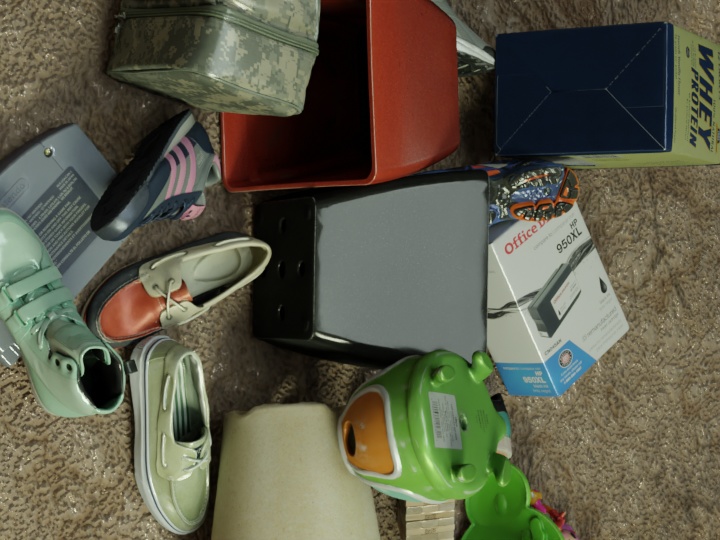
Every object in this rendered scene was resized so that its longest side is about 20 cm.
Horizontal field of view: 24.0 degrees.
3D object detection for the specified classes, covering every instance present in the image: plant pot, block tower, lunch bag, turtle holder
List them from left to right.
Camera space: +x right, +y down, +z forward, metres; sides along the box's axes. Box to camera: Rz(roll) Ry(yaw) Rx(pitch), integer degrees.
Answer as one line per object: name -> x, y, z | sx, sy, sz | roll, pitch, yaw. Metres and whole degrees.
lunch bag -> -0.129, -0.240, 1.551 | 0.139, 0.200, 0.169 | 18, 85, -35
plant pot -> -0.064, 0.226, 1.622 | 0.200, 0.200, 0.185 | 8, 73, -39
plant pot -> -0.007, -0.181, 1.663 | 0.176, 0.199, 0.201 | -4, 92, -49
plant pot -> 0.000, 0.000, 1.668 | 0.177, 0.199, 0.201 | 3, 88, -29
block tower -> 0.067, 0.200, 1.737 | 0.054, 0.058, 0.201 | -6, 127, -8
turtle holder -> 0.061, 0.141, 1.576 | 0.185, 0.131, 0.142 | -43, 115, -57

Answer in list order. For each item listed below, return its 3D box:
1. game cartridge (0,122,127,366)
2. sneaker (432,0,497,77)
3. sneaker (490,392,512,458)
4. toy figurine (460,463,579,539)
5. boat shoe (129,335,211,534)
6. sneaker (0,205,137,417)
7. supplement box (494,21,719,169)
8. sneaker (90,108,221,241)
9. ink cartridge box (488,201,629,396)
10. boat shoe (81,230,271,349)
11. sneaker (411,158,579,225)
game cartridge -> -0.294, -0.031, 1.516 | 0.133, 0.041, 0.200 | 51, 60, -23
sneaker -> 0.079, -0.266, 1.805 | 0.200, 0.074, 0.080 | 27, 68, -36
sneaker -> 0.075, 0.151, 1.807 | 0.199, 0.071, 0.080 | 16, 60, -33
toy figurine -> 0.207, 0.325, 1.895 | 0.184, 0.150, 0.201 | 23, 50, -51
boat shoe -> -0.172, 0.160, 1.584 | 0.072, 0.062, 0.201 | -24, 115, -37
sneaker -> -0.259, 0.033, 1.446 | 0.074, 0.118, 0.201 | -33, 109, -33
supplement box -> 0.277, -0.185, 1.853 | 0.199, 0.199, 0.135 | 3, 88, -60
sneaker -> -0.177, -0.071, 1.548 | 0.082, 0.070, 0.200 | 55, 34, -19
ink cartridge box -> 0.197, 0.019, 1.891 | 0.144, 0.084, 0.201 | -39, 113, -33
boat shoe -> -0.173, 0.017, 1.598 | 0.200, 0.062, 0.072 | -28, 109, -35
sneaker -> 0.130, -0.082, 1.817 | 0.199, 0.078, 0.076 | -3, 107, -5
